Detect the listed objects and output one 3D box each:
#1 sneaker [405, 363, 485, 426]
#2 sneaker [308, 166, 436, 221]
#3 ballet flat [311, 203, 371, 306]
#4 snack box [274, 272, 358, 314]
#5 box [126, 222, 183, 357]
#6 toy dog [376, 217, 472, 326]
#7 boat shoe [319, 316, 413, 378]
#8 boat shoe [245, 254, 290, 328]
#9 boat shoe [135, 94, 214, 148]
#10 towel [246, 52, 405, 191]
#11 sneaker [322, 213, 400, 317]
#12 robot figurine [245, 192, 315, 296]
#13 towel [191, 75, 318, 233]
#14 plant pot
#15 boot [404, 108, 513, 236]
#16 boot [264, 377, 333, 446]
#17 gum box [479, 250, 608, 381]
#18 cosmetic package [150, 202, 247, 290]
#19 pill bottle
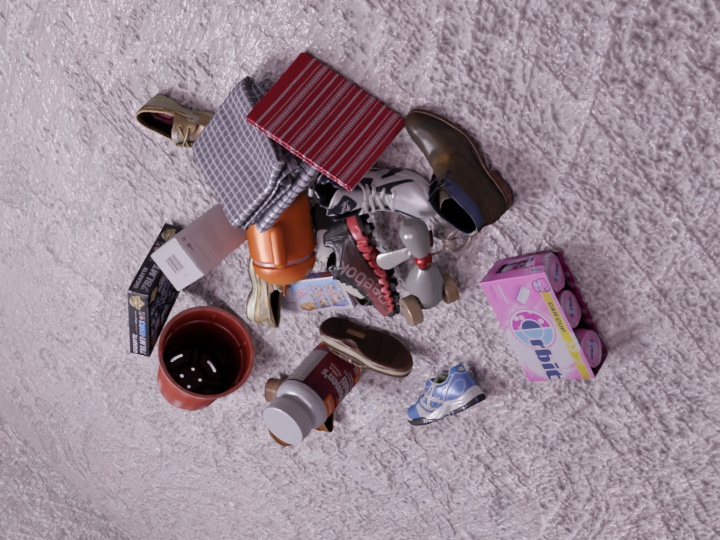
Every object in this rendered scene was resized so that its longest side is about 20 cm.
[{"bbox_3d":[0.146,0.227,1.404,0.200,0.076,0.077,-37,74,48],"label":"sneaker"},{"bbox_3d":[0.010,-0.107,1.179,0.199,0.130,0.080,30,139,16],"label":"sneaker"},{"bbox_3d":[-0.028,-0.022,1.325,0.200,0.068,0.068,52,140,-9],"label":"ballet flat"},{"bbox_3d":[-0.094,0.043,1.464,0.200,0.024,0.072,-7,117,42],"label":"snack box"},{"bbox_3d":[-0.418,0.040,1.590,0.050,0.200,0.199,14,136,0],"label":"box"},{"bbox_3d":[0.091,-0.012,1.222,0.096,0.132,0.200,50,143,45],"label":"toy dog"},{"bbox_3d":[0.015,0.152,1.440,0.202,0.075,0.075,26,144,33],"label":"boat shoe"},{"bbox_3d":[-0.163,0.016,1.451,0.076,0.072,0.200,21,123,23],"label":"boat shoe"},{"bbox_3d":[-0.308,-0.246,1.365,0.200,0.066,0.074,23,135,22],"label":"boat shoe"},{"bbox_3d":[-0.051,-0.220,1.136,0.200,0.145,0.022,36,166,9],"label":"towel"},{"bbox_3d":[0.000,0.000,1.271,0.098,0.071,0.201,-21,119,10],"label":"sneaker"},{"bbox_3d":[-0.137,-0.063,1.331,0.144,0.116,0.200,17,120,48],"label":"robot figurine"},{"bbox_3d":[-0.173,-0.179,1.218,0.166,0.086,0.200,-44,62,28],"label":"towel"},{"bbox_3d":[-0.352,0.207,1.681,0.201,0.201,0.195,43,146,1],"label":"plant pot"},{"bbox_3d":[0.123,-0.138,1.088,0.200,0.097,0.075,44,139,0],"label":"boot"},{"bbox_3d":[-0.125,0.327,1.691,0.154,0.074,0.200,11,132,26],"label":"boot"},{"bbox_3d":[0.273,0.066,1.160,0.113,0.066,0.200,-12,115,44],"label":"gum box"},{"bbox_3d":[-0.258,-0.063,1.375,0.108,0.200,0.085,-26,104,50],"label":"cosmetic package"},{"bbox_3d":[-0.090,0.231,1.484,0.109,0.200,0.110,21,134,23],"label":"pill bottle"}]
